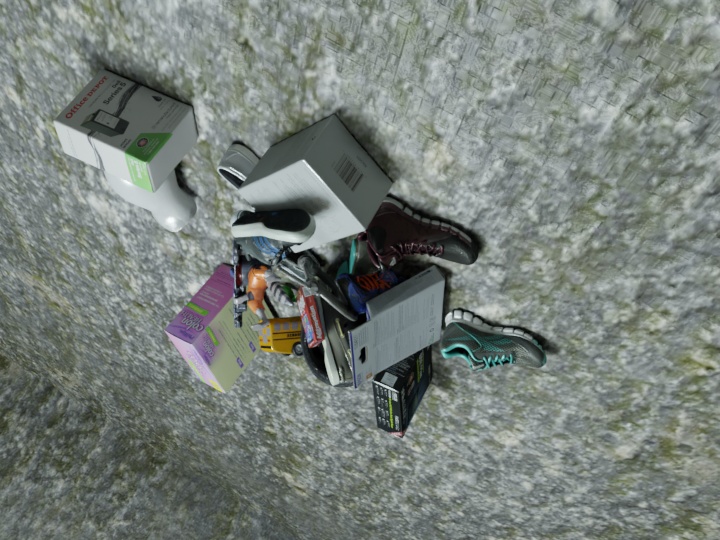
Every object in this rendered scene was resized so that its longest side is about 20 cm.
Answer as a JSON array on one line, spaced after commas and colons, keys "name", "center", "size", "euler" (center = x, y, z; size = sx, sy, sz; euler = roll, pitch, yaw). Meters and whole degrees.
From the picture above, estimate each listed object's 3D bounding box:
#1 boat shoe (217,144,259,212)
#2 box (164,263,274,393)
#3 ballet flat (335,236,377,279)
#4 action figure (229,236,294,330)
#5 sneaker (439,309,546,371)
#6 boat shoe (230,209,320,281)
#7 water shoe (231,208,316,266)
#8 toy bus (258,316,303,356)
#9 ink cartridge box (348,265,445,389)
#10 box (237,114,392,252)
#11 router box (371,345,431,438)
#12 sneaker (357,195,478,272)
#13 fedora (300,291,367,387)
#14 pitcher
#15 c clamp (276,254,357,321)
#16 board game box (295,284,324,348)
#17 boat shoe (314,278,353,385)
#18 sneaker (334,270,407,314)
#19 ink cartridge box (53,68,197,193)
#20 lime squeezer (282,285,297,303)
[{"name": "boat shoe", "center": [-0.171, -0.132, 1.472], "size": [0.071, 0.069, 0.200], "euler": [-12, 128, 49]}, {"name": "box", "center": [-0.298, 0.125, 1.815], "size": [0.095, 0.201, 0.178], "euler": [18, 148, 34]}, {"name": "ballet flat", "center": [0.000, 0.000, 1.513], "size": [0.062, 0.069, 0.201], "euler": [4, 154, -12]}, {"name": "action figure", "center": [-0.204, 0.038, 1.664], "size": [0.194, 0.102, 0.204], "euler": [-121, 31, -54]}, {"name": "sneaker", "center": [0.229, 0.145, 1.474], "size": [0.196, 0.092, 0.078], "euler": [16, 147, 25]}, {"name": "boat shoe", "center": [-0.155, -0.055, 1.581], "size": [0.199, 0.073, 0.070], "euler": [37, 141, -27]}, {"name": "water shoe", "center": [-0.128, -0.050, 1.329], "size": [0.198, 0.071, 0.080], "euler": [8, 126, 50]}, {"name": "toy bus", "center": [-0.108, 0.132, 1.712], "size": [0.196, 0.080, 0.065], "euler": [-3, 178, -31]}, {"name": "ink cartridge box", "center": [0.058, 0.102, 1.480], "size": [0.041, 0.197, 0.201], "euler": [51, 160, 31]}, {"name": "box", "center": [-0.075, -0.134, 1.344], "size": [0.152, 0.107, 0.198], "euler": [47, 146, -23]}, {"name": "router box", "center": [0.086, 0.217, 1.649], "size": [0.061, 0.151, 0.202], "euler": [19, 148, 18]}, {"name": "sneaker", "center": [0.083, -0.030, 1.337], "size": [0.197, 0.117, 0.076], "euler": [25, 149, 13]}, {"name": "fedora", "center": [-0.020, 0.131, 1.642], "size": [0.197, 0.091, 0.206], "euler": [2, 94, 32]}, {"name": "pitcher", "center": [-0.421, -0.183, 1.601], "size": [0.170, 0.122, 0.201], "euler": [31, 164, 33]}, {"name": "c clamp", "center": [-0.069, 0.019, 1.423], "size": [0.170, 0.027, 0.200], "euler": [38, -173, -11]}, {"name": "board game box", "center": [-0.094, 0.085, 1.533], "size": [0.200, 0.019, 0.105], "euler": [129, 127, -79]}, {"name": "boat shoe", "center": [-0.049, 0.110, 1.568], "size": [0.059, 0.206, 0.072], "euler": [-11, 165, -9]}, {"name": "sneaker", "center": [0.024, 0.028, 1.457], "size": [0.076, 0.079, 0.199], "euler": [52, -161, 25]}, {"name": "ink cartridge box", "center": [-0.407, -0.245, 1.455], "size": [0.197, 0.147, 0.085], "euler": [24, 149, 13]}, {"name": "lime squeezer", "center": [-0.151, 0.037, 1.724], "size": [0.197, 0.038, 0.071], "euler": [-1, 136, 44]}]
